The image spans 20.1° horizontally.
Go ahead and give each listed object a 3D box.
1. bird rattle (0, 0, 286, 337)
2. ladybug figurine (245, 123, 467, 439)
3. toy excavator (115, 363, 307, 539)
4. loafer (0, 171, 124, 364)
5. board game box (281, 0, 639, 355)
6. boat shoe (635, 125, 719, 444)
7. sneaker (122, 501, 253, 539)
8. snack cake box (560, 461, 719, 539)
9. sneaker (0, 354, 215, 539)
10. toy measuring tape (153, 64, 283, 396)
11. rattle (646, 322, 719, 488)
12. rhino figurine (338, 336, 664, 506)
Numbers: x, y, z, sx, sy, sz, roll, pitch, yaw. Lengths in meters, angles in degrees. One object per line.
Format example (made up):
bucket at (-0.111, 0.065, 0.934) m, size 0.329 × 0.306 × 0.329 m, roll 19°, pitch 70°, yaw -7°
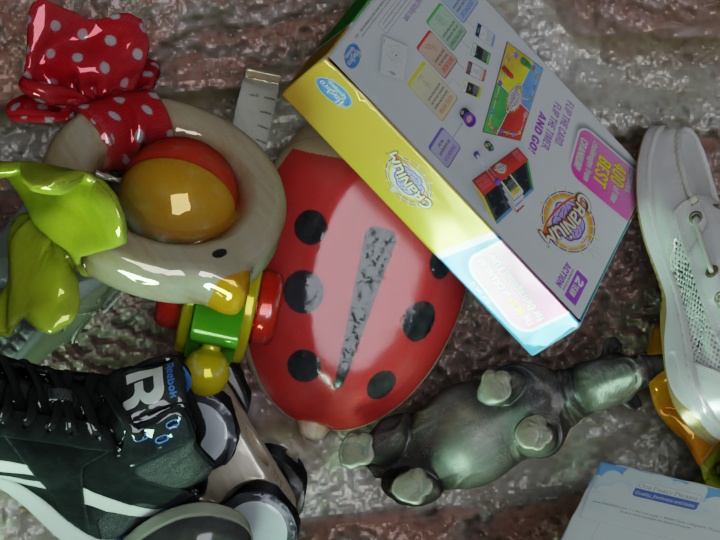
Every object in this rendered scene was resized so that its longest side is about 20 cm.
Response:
bird rattle at (-0.119, -0.043, 1.051) m, size 0.162 × 0.201 × 0.113 m, roll 19°, pitch 126°, yaw -5°
ladybug figurine at (0.000, 0.000, 1.152) m, size 0.135 × 0.072 × 0.202 m, roll 11°, pitch 92°, yaw -11°
toy excavator at (-0.119, 0.172, 1.143) m, size 0.199 × 0.100 × 0.195 m, roll -29°, pitch 99°, yaw 7°
loafer at (-0.169, -0.003, 1.129) m, size 0.200 × 0.070 × 0.075 m, roll -40°, pitch 84°, yaw -19°
board game box at (0.065, -0.073, 1.127) m, size 0.200 × 0.153 × 0.040 m, roll 46°, pitch 131°, yaw -10°
boat shoe at (0.205, -0.002, 1.141) m, size 0.071 × 0.069 × 0.201 m, roll 30°, pitch 44°, yaw -45°
sneaker at (-0.112, 0.218, 1.048) m, size 0.074 × 0.107 × 0.200 m, roll 23°, pitch 118°, yaw -27°
snack cake box at (0.187, 0.207, 1.128) m, size 0.067 × 0.114 × 0.201 m, roll -56°, pitch 144°, yaw -37°
sneaker at (-0.147, 0.062, 1.002) m, size 0.111 × 0.073 × 0.200 m, roll -28°, pitch 141°, yaw 17°
toy measuring tape at (-0.072, -0.016, 1.113) m, size 0.073 × 0.074 × 0.201 m, roll 15°, pitch 57°, yaw -11°
rattle at (0.255, 0.117, 1.130) m, size 0.129 × 0.200 × 0.144 m, roll -13°, pitch 114°, yaw -13°
rhino figurine at (0.089, 0.082, 1.152) m, size 0.199 × 0.087 × 0.060 m, roll -22°, pitch 81°, yaw 6°
